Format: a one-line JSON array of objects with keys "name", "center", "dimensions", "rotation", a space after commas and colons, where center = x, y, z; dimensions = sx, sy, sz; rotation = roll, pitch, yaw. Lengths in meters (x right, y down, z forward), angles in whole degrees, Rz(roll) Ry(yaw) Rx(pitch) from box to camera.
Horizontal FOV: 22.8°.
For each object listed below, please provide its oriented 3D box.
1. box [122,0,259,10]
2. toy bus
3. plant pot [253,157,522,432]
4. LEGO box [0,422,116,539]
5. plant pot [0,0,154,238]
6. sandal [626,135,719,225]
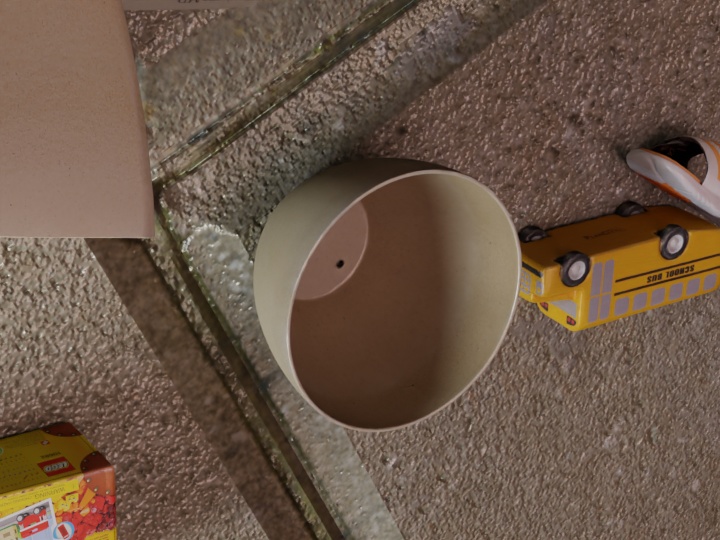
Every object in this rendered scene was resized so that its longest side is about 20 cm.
[{"name": "box", "center": [-0.088, -0.251, 1.085], "dimensions": [0.128, 0.200, 0.109], "rotation": [-7, 73, -31]}, {"name": "toy bus", "center": [0.213, -0.004, 1.510], "dimensions": [0.200, 0.065, 0.078], "rotation": [-14, 120, -30]}, {"name": "plant pot", "center": [0.000, 0.000, 1.317], "dimensions": [0.200, 0.134, 0.201], "rotation": [-15, 119, -28]}, {"name": "LEGO box", "center": [-0.277, 0.209, 1.256], "dimensions": [0.200, 0.077, 0.149], "rotation": [-13, 118, -30]}, {"name": "plant pot", "center": [-0.245, -0.122, 1.059], "dimensions": [0.200, 0.200, 0.177], "rotation": [1, 100, -38]}, {"name": "sandal", "center": [0.301, -0.080, 1.535], "dimensions": [0.207, 0.079, 0.059], "rotation": [25, 94, -48]}]
